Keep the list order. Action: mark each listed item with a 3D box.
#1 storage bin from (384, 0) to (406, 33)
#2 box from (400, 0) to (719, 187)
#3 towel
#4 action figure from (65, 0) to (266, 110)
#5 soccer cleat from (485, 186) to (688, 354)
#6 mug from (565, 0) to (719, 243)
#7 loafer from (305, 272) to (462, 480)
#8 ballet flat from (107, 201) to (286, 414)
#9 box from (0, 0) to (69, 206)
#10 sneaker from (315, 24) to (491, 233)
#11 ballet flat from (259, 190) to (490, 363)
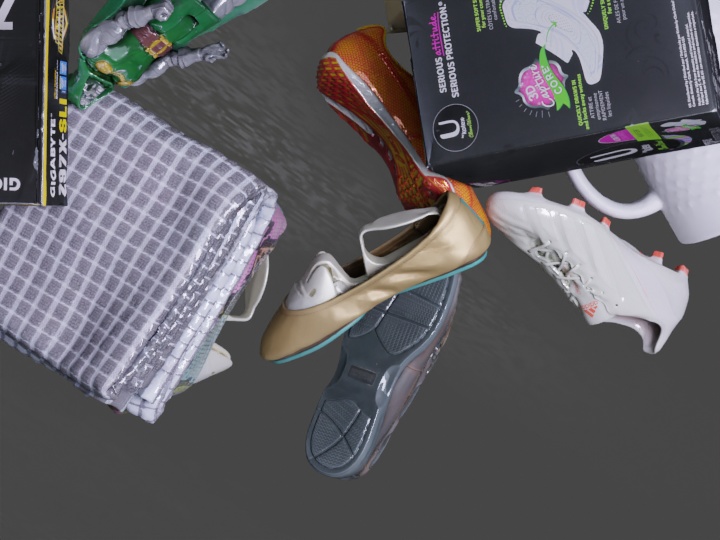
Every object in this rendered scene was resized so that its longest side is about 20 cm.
[{"bbox_3d":[0.126,-0.248,1.087,0.198,0.200,0.094,-8,87,-14],"label":"storage bin"},{"bbox_3d":[0.149,-0.140,1.057,0.199,0.148,0.125,-9,84,17],"label":"box"},{"bbox_3d":[-0.177,-0.014,1.061,0.165,0.086,0.200,30,87,15],"label":"towel"},{"bbox_3d":[-0.124,-0.176,1.020,0.200,0.055,0.118,-35,145,15],"label":"action figure"},{"bbox_3d":[0.181,-0.001,1.190,0.200,0.069,0.078,27,76,-22],"label":"soccer cleat"},{"bbox_3d":[0.253,-0.120,1.174,0.200,0.148,0.176,-29,94,6],"label":"mug"},{"bbox_3d":[0.021,0.072,1.171,0.072,0.063,0.200,26,85,27],"label":"loafer"},{"bbox_3d":[-0.115,0.031,1.127,0.071,0.069,0.200,34,85,-40],"label":"ballet flat"},{"bbox_3d":[-0.300,-0.125,1.026,0.199,0.049,0.160,3,92,12],"label":"box"},{"bbox_3d":[0.049,-0.102,1.154,0.077,0.073,0.200,-42,109,-25],"label":"sneaker"},{"bbox_3d":[0.000,0.000,1.128,0.200,0.069,0.063,-28,114,8],"label":"ballet flat"}]
